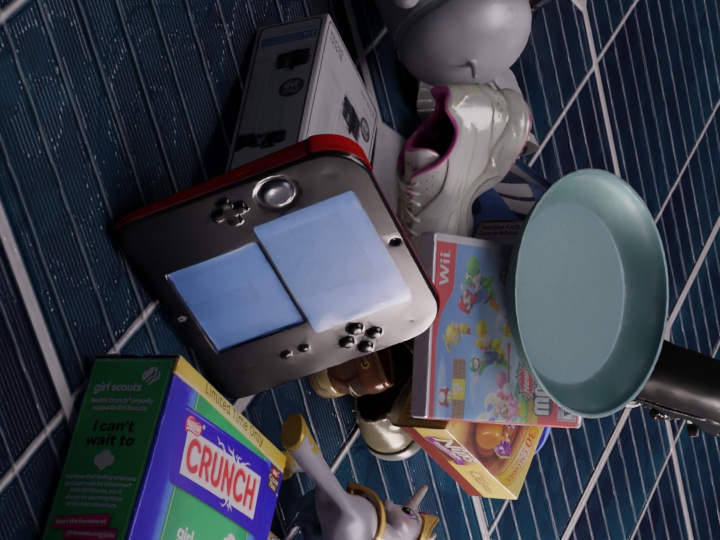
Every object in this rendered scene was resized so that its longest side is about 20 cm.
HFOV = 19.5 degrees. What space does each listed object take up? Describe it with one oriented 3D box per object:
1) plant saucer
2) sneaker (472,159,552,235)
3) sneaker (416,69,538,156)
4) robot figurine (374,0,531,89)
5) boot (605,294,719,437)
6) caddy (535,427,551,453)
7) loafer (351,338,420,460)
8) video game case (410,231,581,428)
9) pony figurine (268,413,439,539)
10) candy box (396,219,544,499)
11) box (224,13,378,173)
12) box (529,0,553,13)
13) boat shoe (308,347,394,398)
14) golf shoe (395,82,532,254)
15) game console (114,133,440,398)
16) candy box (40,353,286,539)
[{"bbox_3d":[0.177,0.018,1.694,0.200,0.036,0.201,1,88,-46],"label":"plant saucer"},{"bbox_3d":[0.126,-0.051,1.801,0.082,0.200,0.074,-52,178,-3],"label":"sneaker"},{"bbox_3d":[0.097,-0.162,1.859,0.200,0.076,0.081,40,43,-62],"label":"sneaker"},{"bbox_3d":[0.067,-0.230,1.691,0.169,0.113,0.201,7,55,-53],"label":"robot figurine"},{"bbox_3d":[0.265,0.081,1.842,0.198,0.162,0.074,92,22,-73],"label":"boot"},{"bbox_3d":[0.121,0.075,1.848,0.200,0.105,0.142,64,36,-41],"label":"caddy"},{"bbox_3d":[0.038,0.053,1.718,0.070,0.075,0.201,44,51,-60],"label":"loafer"},{"bbox_3d":[0.114,0.050,1.667,0.200,0.017,0.144,8,84,-47],"label":"video game case"},{"bbox_3d":[-0.008,0.225,1.573,0.200,0.166,0.194,33,52,-42],"label":"pony figurine"},{"bbox_3d":[0.114,0.072,1.722,0.117,0.056,0.201,46,58,-39],"label":"candy box"},{"bbox_3d":[-0.044,-0.076,1.536,0.117,0.060,0.201,60,29,-46],"label":"box"},{"bbox_3d":[0.161,-0.272,1.831,0.044,0.200,0.160,63,26,6],"label":"box"},{"bbox_3d":[0.000,0.000,1.649,0.072,0.067,0.201,1,89,-63],"label":"boat shoe"},{"bbox_3d":[0.054,-0.063,1.656,0.091,0.075,0.201,15,109,-37],"label":"golf shoe"},{"bbox_3d":[-0.051,0.002,1.441,0.031,0.176,0.200,-107,171,-45],"label":"game console"},{"bbox_3d":[-0.132,0.179,1.374,0.169,0.077,0.201,48,47,-52],"label":"candy box"}]
